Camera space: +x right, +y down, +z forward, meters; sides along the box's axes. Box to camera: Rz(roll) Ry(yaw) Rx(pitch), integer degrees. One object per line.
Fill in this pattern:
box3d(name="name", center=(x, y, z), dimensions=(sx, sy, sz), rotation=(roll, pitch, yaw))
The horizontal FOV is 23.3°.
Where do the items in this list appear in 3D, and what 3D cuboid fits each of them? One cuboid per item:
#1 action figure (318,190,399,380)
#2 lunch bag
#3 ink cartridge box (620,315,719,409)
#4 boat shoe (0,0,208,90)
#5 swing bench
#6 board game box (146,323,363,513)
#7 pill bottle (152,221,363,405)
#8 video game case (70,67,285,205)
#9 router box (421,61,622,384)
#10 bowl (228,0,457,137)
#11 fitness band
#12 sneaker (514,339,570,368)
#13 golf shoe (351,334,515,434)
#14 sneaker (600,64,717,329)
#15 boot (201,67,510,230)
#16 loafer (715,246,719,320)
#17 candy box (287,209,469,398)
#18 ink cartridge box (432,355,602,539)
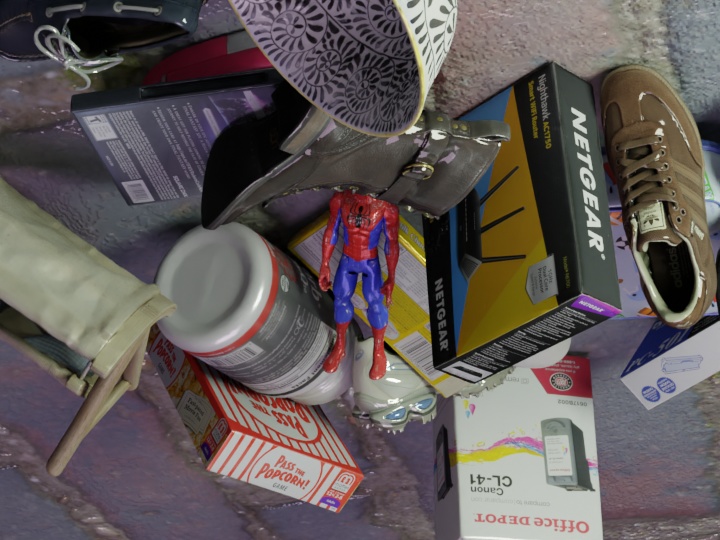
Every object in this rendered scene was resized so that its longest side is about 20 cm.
box3d(name="action figure", center=(0.000, 0.000, 1.436), dimensions=(0.065, 0.052, 0.201), rotation=(10, 122, 13))
box3d(name="lunch bag", center=(0.245, -0.029, 1.440), dimensions=(0.159, 0.076, 0.200), rotation=(-6, 149, 16))
box3d(name="ink cartridge box", center=(0.326, 0.045, 1.552), dimensions=(0.044, 0.094, 0.200), rotation=(46, 136, -6))
box3d(name="boat shoe", center=(-0.184, -0.168, 1.196), dimensions=(0.199, 0.062, 0.075), rotation=(-7, 156, 31))
box3d(name="swing bench", center=(-0.267, 0.027, 1.403), dimensions=(0.199, 0.130, 0.200), rotation=(37, 142, 2))
box3d(name="board game box", center=(-0.100, 0.125, 1.585), dimensions=(0.151, 0.200, 0.046), rotation=(24, 109, -36))
box3d(name="pill bottle", center=(-0.083, 0.043, 1.515), dimensions=(0.115, 0.116, 0.200), rotation=(-15, 153, 23))
box3d(name="video game case", center=(-0.099, -0.100, 1.307), dimensions=(0.199, 0.019, 0.143), rotation=(-7, 152, 8))
box3d(name="router box", center=(0.115, -0.035, 1.311), dimensions=(0.051, 0.201, 0.149), rotation=(22, 141, -38))
box3d(name="bowl", center=(-0.001, -0.193, 1.112), dimensions=(0.094, 0.201, 0.201), rotation=(-40, 158, -21))
box3d(name="fitness band", center=(-0.070, -0.123, 1.318), dimensions=(0.199, 0.038, 0.144), rotation=(-12, 148, 20))
box3d(name="sneaker", center=(0.145, 0.039, 1.534), dimensions=(0.088, 0.075, 0.200), rotation=(18, 166, 41))
box3d(name="golf shoe", center=(0.071, 0.072, 1.589), dimensions=(0.078, 0.098, 0.200), rotation=(2, -162, 44))
box3d(name="sneaker", center=(0.225, -0.054, 1.303), dimensions=(0.070, 0.201, 0.076), rotation=(-15, -168, 18))
box3d(name="boot", center=(-0.007, -0.068, 1.283), dimensions=(0.174, 0.070, 0.200), rotation=(17, 145, -31))
box3d(name="loafer", center=(0.321, -0.029, 1.345), dimensions=(0.073, 0.201, 0.072), rotation=(12, -170, 35))
box3d(name="candy box", center=(0.040, 0.020, 1.490), dimensions=(0.200, 0.026, 0.102), rotation=(44, 131, -15))
box3d(name="ink cartridge box", center=(0.149, 0.182, 1.678), dimensions=(0.147, 0.201, 0.086), rotation=(5, 149, -12))
